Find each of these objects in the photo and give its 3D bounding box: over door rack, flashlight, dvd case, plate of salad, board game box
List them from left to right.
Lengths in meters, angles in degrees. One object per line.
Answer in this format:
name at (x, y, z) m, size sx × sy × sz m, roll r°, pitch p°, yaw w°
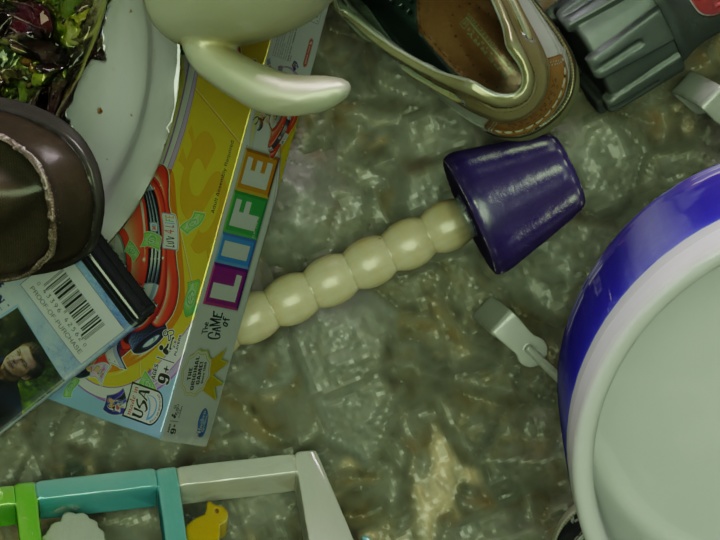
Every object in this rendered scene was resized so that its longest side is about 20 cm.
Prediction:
dvd case at (-0.193, 0.013, 1.019) m, size 0.200 × 0.018 × 0.143 m, roll -37°, pitch 91°, yaw 29°
plate of salad at (-0.161, -0.088, 1.014) m, size 0.199 × 0.048 × 0.201 m, roll 2°, pitch 94°, yaw 29°
board game box at (-0.096, -0.043, 1.029) m, size 0.134 × 0.034 × 0.201 m, roll 16°, pitch 91°, yaw 34°
over door rack at (0.168, 0.036, 1.069) m, size 0.200 × 0.067 × 0.148 m, roll 43°, pitch 88°, yaw -4°
flashlight at (0.173, -0.147, 1.063) m, size 0.200 × 0.068 × 0.068 m, roll -32°, pitch 94°, yaw -3°

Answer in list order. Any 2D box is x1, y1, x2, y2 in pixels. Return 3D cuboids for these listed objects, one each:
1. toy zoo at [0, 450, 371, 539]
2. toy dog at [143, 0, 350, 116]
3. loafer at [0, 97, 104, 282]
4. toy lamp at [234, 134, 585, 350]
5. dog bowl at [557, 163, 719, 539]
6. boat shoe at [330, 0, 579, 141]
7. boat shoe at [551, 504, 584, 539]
toy zoo at (-0.075, 0.142, 1.037) m, size 0.199 × 0.020 × 0.132 m, roll -5°, pitch 56°, yaw -9°
toy dog at (-0.002, -0.173, 0.910) m, size 0.199 × 0.140 × 0.195 m, roll -22°, pitch 68°, yaw 14°
loafer at (-0.192, -0.023, 0.954) m, size 0.199 × 0.071 × 0.073 m, roll 1°, pitch 108°, yaw 23°
toy lamp at (0.000, 0.000, 1.063) m, size 0.199 × 0.058 × 0.058 m, roll -27°, pitch 93°, yaw -1°
dog bowl at (0.177, 0.056, 0.973) m, size 0.199 × 0.079 × 0.201 m, roll 0°, pitch 113°, yaw -1°
boat shoe at (0.012, -0.137, 1.037) m, size 0.200 × 0.068 × 0.075 m, roll 43°, pitch 97°, yaw 10°
boat shoe at (0.109, 0.200, 1.071) m, size 0.071 × 0.068 × 0.201 m, roll -3°, pitch 94°, yaw -3°
